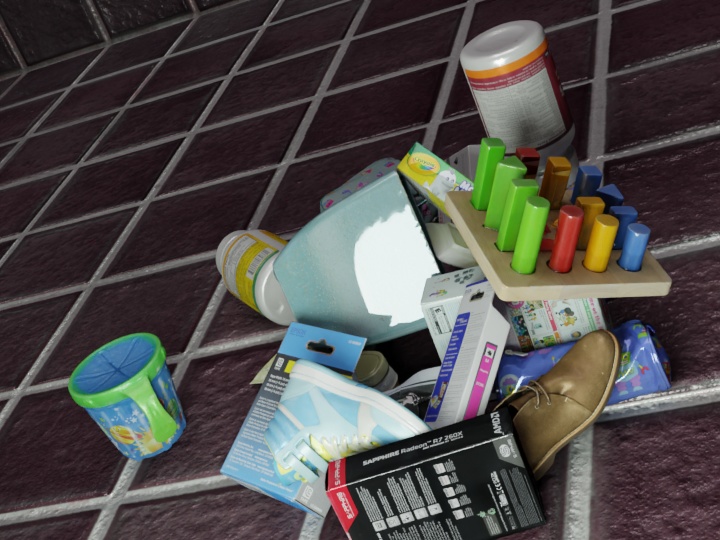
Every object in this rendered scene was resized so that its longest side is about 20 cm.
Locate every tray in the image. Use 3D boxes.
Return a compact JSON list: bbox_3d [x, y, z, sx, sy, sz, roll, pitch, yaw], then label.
[{"bbox_3d":[0.182,-0.015,1.563,0.198,0.022,0.108,18,24,-15],"label":"tray"}]

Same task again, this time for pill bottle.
[{"bbox_3d":[-0.142,0.003,1.831,0.112,0.114,0.200,-33,29,-18],"label":"pill bottle"},{"bbox_3d":[0.204,-0.198,1.522,0.109,0.201,0.110,-19,27,10],"label":"pill bottle"}]

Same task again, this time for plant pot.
[{"bbox_3d":[0.000,0.000,1.577,0.198,0.197,0.196,-23,2,5],"label":"plant pot"}]

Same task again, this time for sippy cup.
[{"bbox_3d":[-0.300,0.175,1.626,0.138,0.131,0.178,-18,27,12],"label":"sippy cup"}]

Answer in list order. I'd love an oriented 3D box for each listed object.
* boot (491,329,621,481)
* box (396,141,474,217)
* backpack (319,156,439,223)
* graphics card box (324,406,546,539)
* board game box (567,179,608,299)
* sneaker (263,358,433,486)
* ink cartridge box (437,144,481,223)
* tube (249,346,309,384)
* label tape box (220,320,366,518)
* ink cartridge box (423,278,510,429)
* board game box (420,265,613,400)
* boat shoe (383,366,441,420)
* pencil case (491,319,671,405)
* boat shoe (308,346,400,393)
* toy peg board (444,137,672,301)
[{"bbox_3d":[0.197,0.138,1.278,0.201,0.075,0.074,-52,38,-1],"label":"boot"},{"bbox_3d":[0.144,-0.072,1.499,0.200,0.117,0.048,40,91,22],"label":"box"},{"bbox_3d":[0.037,-0.086,1.835,0.199,0.127,0.167,-32,31,-10],"label":"backpack"},{"bbox_3d":[0.077,0.226,1.241,0.198,0.126,0.051,-19,27,11],"label":"graphics card box"},{"bbox_3d":[0.267,-0.059,1.594,0.044,0.135,0.200,-27,27,-7],"label":"board game box"},{"bbox_3d":[-0.018,0.187,1.302,0.199,0.080,0.131,20,72,37],"label":"sneaker"},{"bbox_3d":[0.153,-0.099,1.689,0.066,0.117,0.200,-4,-5,-13],"label":"ink cartridge box"},{"bbox_3d":[-0.065,0.095,1.674,0.199,0.058,0.052,-37,55,-18],"label":"tube"},{"bbox_3d":[-0.062,0.172,1.432,0.143,0.063,0.201,10,68,47],"label":"label tape box"},{"bbox_3d":[0.115,0.109,1.320,0.095,0.037,0.202,158,130,-71],"label":"ink cartridge box"},{"bbox_3d":[0.187,0.063,1.424,0.198,0.149,0.064,-13,26,18],"label":"board game box"},{"bbox_3d":[0.055,0.174,1.431,0.199,0.072,0.071,-23,33,26],"label":"boat shoe"},{"bbox_3d":[0.242,0.113,1.359,0.198,0.088,0.078,-16,2,14],"label":"pencil case"},{"bbox_3d":[-0.031,0.144,1.540,0.199,0.069,0.075,1,45,48],"label":"boat shoe"},{"bbox_3d":[0.219,-0.065,1.333,0.197,0.099,0.201,-2,34,-16],"label":"toy peg board"}]
